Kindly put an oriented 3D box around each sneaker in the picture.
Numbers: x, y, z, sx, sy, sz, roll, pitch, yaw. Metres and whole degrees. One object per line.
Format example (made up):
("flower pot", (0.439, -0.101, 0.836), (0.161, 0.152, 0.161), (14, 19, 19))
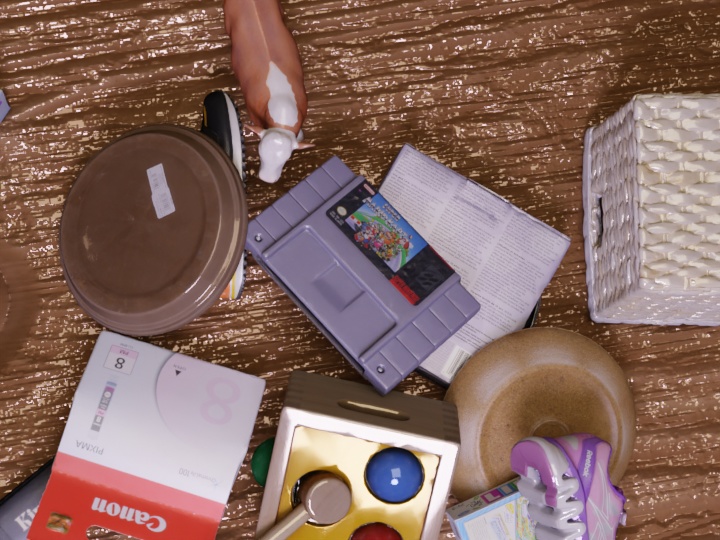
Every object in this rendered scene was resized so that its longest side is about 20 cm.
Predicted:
("sneaker", (0.198, 0.229, 1.201), (0.088, 0.080, 0.201), (-19, 105, -28))
("sneaker", (-0.153, -0.072, 1.286), (0.090, 0.070, 0.201), (-2, 84, -9))

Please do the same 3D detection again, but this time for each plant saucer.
("plant saucer", (0.171, 0.154, 1.273), (0.199, 0.035, 0.201), (-2, 98, -12))
("plant saucer", (-0.197, -0.041, 1.254), (0.199, 0.029, 0.201), (-5, 76, 21))

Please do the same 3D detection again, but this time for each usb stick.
("usb stick", (-0.290, 0.213, 1.248), (0.200, 0.033, 0.056), (-39, 86, -10))

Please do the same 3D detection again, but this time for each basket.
("basket", (0.326, -0.055, 1.289), (0.199, 0.161, 0.199), (1, 80, -7))

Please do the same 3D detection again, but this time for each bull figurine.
("bull figurine", (-0.086, -0.176, 1.282), (0.065, 0.121, 0.201), (-9, 82, -7))

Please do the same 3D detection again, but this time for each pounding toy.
("pounding toy", (-0.029, 0.205, 1.200), (0.199, 0.142, 0.185), (12, 104, -2))

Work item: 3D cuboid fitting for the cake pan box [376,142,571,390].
("cake pan box", (0.079, 0.005, 1.309), (0.199, 0.052, 0.185), (29, 82, -1))

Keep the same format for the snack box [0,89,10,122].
("snack box", (-0.456, -0.144, 1.268), (0.199, 0.068, 0.169), (31, 79, -2))

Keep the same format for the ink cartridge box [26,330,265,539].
("ink cartridge box", (-0.187, 0.164, 1.219), (0.162, 0.057, 0.201), (18, 48, -3))

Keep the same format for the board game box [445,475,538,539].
("board game box", (0.175, 0.285, 1.256), (0.134, 0.034, 0.201), (-22, 101, -8))

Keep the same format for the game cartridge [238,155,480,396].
("game cartridge", (0.000, 0.000, 1.246), (0.130, 0.038, 0.200), (-41, 79, -17))
